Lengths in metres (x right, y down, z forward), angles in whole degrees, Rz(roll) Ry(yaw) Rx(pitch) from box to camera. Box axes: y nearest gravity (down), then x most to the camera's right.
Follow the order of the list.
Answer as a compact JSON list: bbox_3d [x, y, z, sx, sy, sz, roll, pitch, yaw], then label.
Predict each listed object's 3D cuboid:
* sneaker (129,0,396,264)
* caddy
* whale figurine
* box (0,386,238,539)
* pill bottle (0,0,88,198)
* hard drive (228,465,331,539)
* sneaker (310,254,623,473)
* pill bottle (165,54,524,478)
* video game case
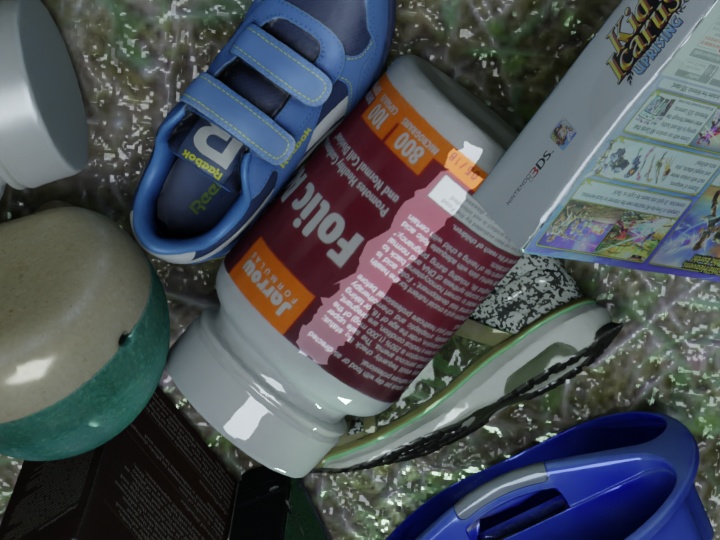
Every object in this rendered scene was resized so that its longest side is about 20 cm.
[{"bbox_3d":[-0.050,-0.081,1.355,0.074,0.082,0.200,35,110,10],"label":"sneaker"},{"bbox_3d":[0.095,0.149,1.420,0.200,0.141,0.105,-27,114,13],"label":"caddy"},{"bbox_3d":[-0.183,0.036,1.377,0.200,0.159,0.104,3,139,40],"label":"whale figurine"},{"bbox_3d":[-0.127,0.141,1.395,0.075,0.200,0.100,-33,108,16],"label":"box"},{"bbox_3d":[-0.247,-0.069,1.360,0.200,0.114,0.114,-14,111,9],"label":"pill bottle"},{"bbox_3d":[-0.029,0.201,1.415,0.038,0.200,0.140,-21,111,11],"label":"hard drive"},{"bbox_3d":[0.038,0.044,1.431,0.200,0.077,0.089,-28,77,15],"label":"sneaker"},{"bbox_3d":[0.000,0.000,1.362,0.114,0.114,0.200,39,100,-13],"label":"pill bottle"},{"bbox_3d":[0.171,-0.081,1.302,0.045,0.200,0.181,48,113,30],"label":"video game case"}]
